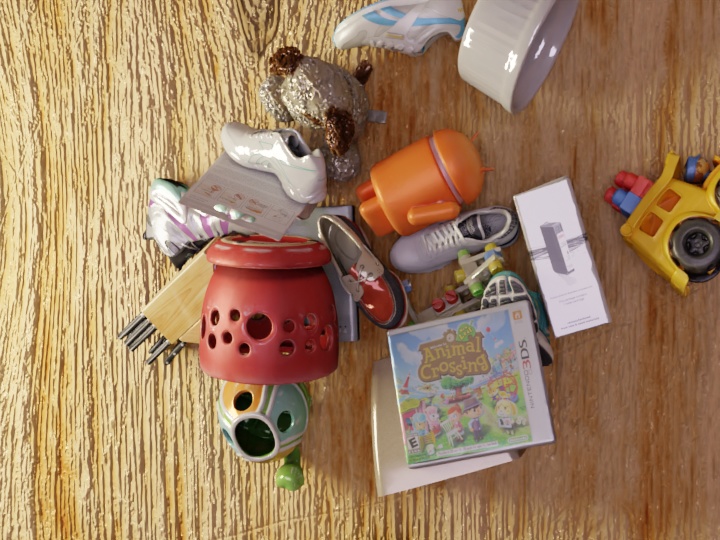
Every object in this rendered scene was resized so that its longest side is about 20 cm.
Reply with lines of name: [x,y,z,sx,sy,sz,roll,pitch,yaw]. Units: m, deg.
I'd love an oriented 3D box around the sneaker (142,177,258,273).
sneaker: [-0.242,-0.047,1.495,0.197,0.078,0.143,19,98,20]

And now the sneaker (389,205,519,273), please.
sneaker: [0.132,-0.050,1.420,0.196,0.080,0.078,-19,84,11]

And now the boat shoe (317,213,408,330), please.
boat shoe: [0.000,0.000,1.381,0.071,0.062,0.202,-41,57,18]

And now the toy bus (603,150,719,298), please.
toy bus: [0.441,-0.094,1.354,0.191,0.135,0.201,40,96,22]

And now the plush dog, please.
plush dog: [-0.049,-0.244,1.399,0.160,0.172,0.200,-44,84,8]

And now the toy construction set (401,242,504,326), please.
toy construction set: [0.124,0.035,1.406,0.196,0.131,0.094,-15,58,18]

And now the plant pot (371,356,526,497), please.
plant pot: [0.112,0.197,1.391,0.196,0.200,0.181,-17,80,10]

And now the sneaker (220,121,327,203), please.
sneaker: [-0.120,-0.176,1.413,0.199,0.070,0.081,32,134,25]

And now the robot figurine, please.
robot figurine: [0.093,-0.124,1.401,0.197,0.144,0.118,-27,95,13]

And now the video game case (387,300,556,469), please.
video game case: [0.141,0.149,1.281,0.196,0.022,0.186,-13,74,16]

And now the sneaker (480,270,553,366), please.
sneaker: [0.219,0.058,1.366,0.076,0.201,0.081,-3,56,24]

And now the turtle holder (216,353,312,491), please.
turtle holder: [-0.146,0.229,1.453,0.138,0.132,0.189,6,113,0]

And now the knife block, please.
knife block: [-0.285,0.046,1.477,0.172,0.064,0.204,6,116,10]

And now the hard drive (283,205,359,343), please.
hard drive: [-0.073,0.006,1.486,0.136,0.033,0.205,-2,92,10]

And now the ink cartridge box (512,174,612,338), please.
ink cartridge box: [0.278,-0.021,1.366,0.082,0.144,0.204,-16,90,10]

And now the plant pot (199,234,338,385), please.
plant pot: [-0.126,0.047,1.374,0.196,0.200,0.187,3,97,10]

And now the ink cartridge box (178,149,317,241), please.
ink cartridge box: [-0.152,-0.104,1.416,0.158,0.201,0.051,19,129,8]

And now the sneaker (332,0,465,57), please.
sneaker: [0.055,-0.349,1.426,0.196,0.076,0.082,-13,92,12]

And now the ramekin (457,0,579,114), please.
ramekin: [0.214,-0.326,1.342,0.097,0.200,0.203,29,97,15]
